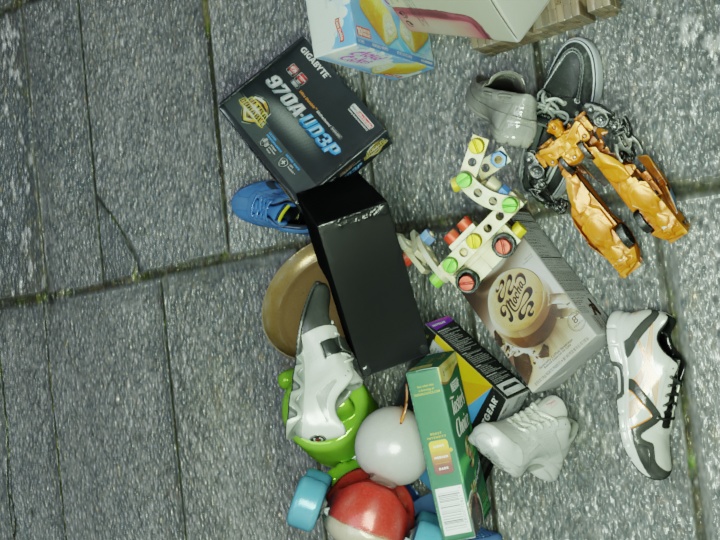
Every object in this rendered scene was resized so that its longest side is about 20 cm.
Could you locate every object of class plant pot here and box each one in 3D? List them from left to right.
[{"bbox_3d":[-0.039,0.040,1.660,0.197,0.028,0.202,-14,50,17],"label":"plant pot"}]

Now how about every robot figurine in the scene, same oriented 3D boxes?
[{"bbox_3d":[-0.035,0.193,1.619,0.115,0.200,0.177,-31,67,-1],"label":"robot figurine"},{"bbox_3d":[0.284,-0.099,1.439,0.145,0.058,0.201,-38,92,26],"label":"robot figurine"}]

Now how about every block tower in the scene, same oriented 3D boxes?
[{"bbox_3d":[0.223,-0.318,1.522,0.198,0.054,0.059,-11,83,34],"label":"block tower"}]

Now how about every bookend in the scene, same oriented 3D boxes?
[{"bbox_3d":[0.000,0.000,1.560,0.091,0.199,0.203,-18,106,-6],"label":"bookend"}]

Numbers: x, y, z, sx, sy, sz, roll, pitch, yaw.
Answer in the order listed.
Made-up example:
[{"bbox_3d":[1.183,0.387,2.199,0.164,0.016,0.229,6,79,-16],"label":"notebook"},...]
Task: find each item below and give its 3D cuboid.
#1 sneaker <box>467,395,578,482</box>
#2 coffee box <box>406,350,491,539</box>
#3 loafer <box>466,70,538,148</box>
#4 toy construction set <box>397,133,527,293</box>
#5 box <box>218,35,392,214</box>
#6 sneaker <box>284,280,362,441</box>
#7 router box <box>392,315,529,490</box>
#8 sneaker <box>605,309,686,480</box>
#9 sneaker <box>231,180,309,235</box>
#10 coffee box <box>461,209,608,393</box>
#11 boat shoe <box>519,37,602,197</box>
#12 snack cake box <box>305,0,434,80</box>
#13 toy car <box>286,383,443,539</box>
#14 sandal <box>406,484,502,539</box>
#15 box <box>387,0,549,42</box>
[{"bbox_3d":[0.197,0.187,1.459,0.078,0.199,0.100,36,99,31],"label":"sneaker"},{"bbox_3d":[0.105,0.202,1.444,0.043,0.123,0.203,-13,91,15],"label":"coffee box"},{"bbox_3d":[0.176,-0.208,1.493,0.200,0.069,0.071,-114,37,-64],"label":"loafer"},{"bbox_3d":[0.122,-0.054,1.471,0.131,0.092,0.200,46,122,3],"label":"toy construction set"},{"bbox_3d":[-0.077,-0.199,1.688,0.158,0.046,0.201,-38,67,-2],"label":"box"},{"bbox_3d":[-0.038,0.112,1.509,0.087,0.074,0.203,4,70,2],"label":"sneaker"},{"bbox_3d":[0.115,0.183,1.557,0.149,0.051,0.202,42,130,31],"label":"router box"},{"bbox_3d":[0.340,0.142,1.432,0.079,0.073,0.203,-12,84,31],"label":"sneaker"},{"bbox_3d":[-0.117,-0.089,1.735,0.198,0.078,0.067,12,98,34],"label":"sneaker"},{"bbox_3d":[0.207,0.034,1.515,0.113,0.079,0.201,-45,67,25],"label":"coffee box"},{"bbox_3d":[0.237,-0.187,1.503,0.073,0.068,0.202,26,104,31],"label":"boat shoe"},{"bbox_3d":[0.012,-0.319,1.575,0.066,0.199,0.117,-11,84,32],"label":"snack cake box"},{"bbox_3d":[0.032,0.235,1.486,0.182,0.177,0.202,20,87,4],"label":"toy car"},{"bbox_3d":[0.093,0.326,1.595,0.198,0.079,0.088,7,90,32],"label":"sandal"},{"bbox_3d":[0.131,-0.365,1.497,0.199,0.109,0.128,20,67,48],"label":"box"}]
